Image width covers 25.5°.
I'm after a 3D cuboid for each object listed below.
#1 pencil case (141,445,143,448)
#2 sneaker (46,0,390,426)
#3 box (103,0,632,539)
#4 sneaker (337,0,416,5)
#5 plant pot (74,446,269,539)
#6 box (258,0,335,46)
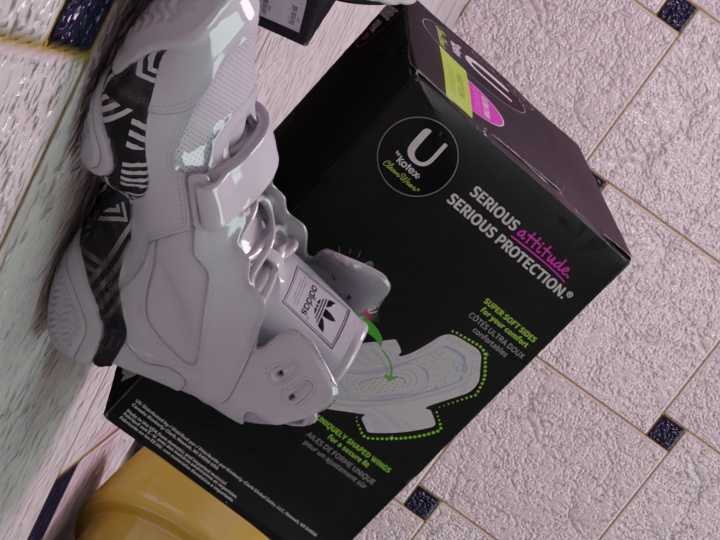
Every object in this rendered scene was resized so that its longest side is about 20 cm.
[{"bbox_3d":[-0.133,0.171,1.187,0.200,0.085,0.084,113,2,-54],"label":"pencil case"},{"bbox_3d":[-0.040,-0.019,0.569,0.075,0.114,0.200,-62,178,-44],"label":"sneaker"},{"bbox_3d":[0.000,0.000,0.714,0.200,0.124,0.149,-46,-163,17],"label":"box"},{"bbox_3d":[0.003,-0.148,0.704,0.079,0.074,0.200,-19,-173,27],"label":"sneaker"},{"bbox_3d":[-0.121,0.234,0.954,0.189,0.200,0.201,-44,167,-37],"label":"plant pot"},{"bbox_3d":[0.011,-0.197,0.530,0.200,0.049,0.162,109,6,-54],"label":"box"}]
